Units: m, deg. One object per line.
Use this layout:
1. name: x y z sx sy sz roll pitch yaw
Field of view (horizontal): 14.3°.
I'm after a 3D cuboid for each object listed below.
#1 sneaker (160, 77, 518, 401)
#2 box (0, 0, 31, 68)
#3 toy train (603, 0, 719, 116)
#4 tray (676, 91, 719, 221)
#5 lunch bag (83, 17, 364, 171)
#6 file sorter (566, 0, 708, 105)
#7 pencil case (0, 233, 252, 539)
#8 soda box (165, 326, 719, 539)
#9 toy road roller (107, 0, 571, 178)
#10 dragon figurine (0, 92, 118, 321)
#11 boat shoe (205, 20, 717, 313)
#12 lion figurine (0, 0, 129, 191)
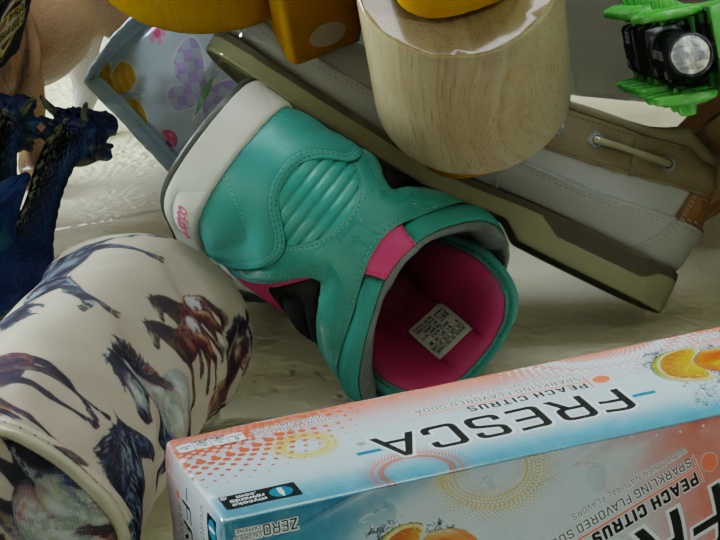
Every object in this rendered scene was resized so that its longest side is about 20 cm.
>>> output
1. sneaker: 0.000 0.000 1.060 0.121 0.084 0.200 37 -4 10
2. box: -0.252 -0.101 1.101 0.200 0.050 0.199 22 30 7
3. toy train: 0.124 -0.084 1.045 0.056 0.042 0.200 -11 6 2
4. tray: 0.176 -0.076 1.098 0.099 0.037 0.200 -45 1 -19
5. lunch bag: 0.001 -0.134 1.249 0.200 0.127 0.170 -39 3 30
6. file sorter: 0.162 -0.158 1.232 0.139 0.125 0.200 5 -15 6
7. pencil case: -0.090 0.052 0.939 0.078 0.089 0.200 -29 12 19
8. soda box: 0.046 0.071 0.867 0.200 0.064 0.068 -11 21 -15
9. toy road roller: -0.023 -0.119 1.005 0.146 0.123 0.200 -21 61 -5
10. dragon figurine: -0.152 -0.005 1.076 0.059 0.099 0.200 4 21 24
11. boat shoe: 0.041 -0.058 1.086 0.200 0.068 0.075 28 -1 -9
12. lion figurine: -0.146 -0.110 1.332 0.072 0.123 0.200 3 19 23
